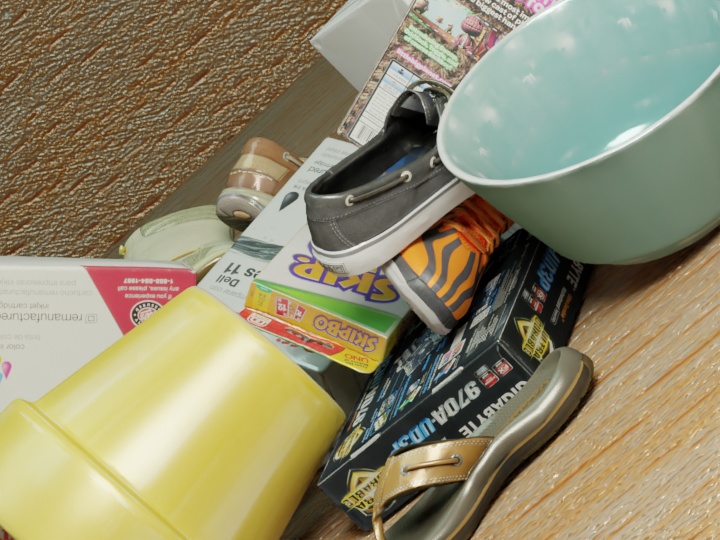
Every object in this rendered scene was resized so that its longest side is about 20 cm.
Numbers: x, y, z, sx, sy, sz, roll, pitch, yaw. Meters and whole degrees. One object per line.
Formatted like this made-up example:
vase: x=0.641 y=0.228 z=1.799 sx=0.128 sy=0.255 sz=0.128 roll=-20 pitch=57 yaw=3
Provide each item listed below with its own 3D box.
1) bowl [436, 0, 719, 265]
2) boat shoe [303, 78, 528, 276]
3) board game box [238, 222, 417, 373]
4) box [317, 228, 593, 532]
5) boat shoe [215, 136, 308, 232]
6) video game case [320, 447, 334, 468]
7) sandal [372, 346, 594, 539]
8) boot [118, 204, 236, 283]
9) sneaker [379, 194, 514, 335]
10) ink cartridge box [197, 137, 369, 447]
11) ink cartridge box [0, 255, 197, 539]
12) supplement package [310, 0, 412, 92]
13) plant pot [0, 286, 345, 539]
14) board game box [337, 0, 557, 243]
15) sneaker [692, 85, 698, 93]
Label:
bowl: x=0.155 y=-0.078 z=1.480 sx=0.201 sy=0.105 sz=0.201 roll=-24 pitch=30 yaw=15
boat shoe: x=0.037 y=-0.078 z=1.537 sx=0.200 sy=0.066 sz=0.070 roll=-39 pitch=38 yaw=-26
board game box: x=0.000 y=0.000 z=1.653 sx=0.200 sy=0.096 sz=0.030 roll=-51 pitch=-20 yaw=-55
box: x=0.063 y=0.056 z=1.575 sx=0.159 sy=0.046 sz=0.200 roll=-40 pitch=11 yaw=27
boat shoe: x=-0.040 y=-0.048 z=1.921 sx=0.200 sy=0.076 sz=0.072 roll=36 pitch=-115 yaw=-65
video game case: x=-0.045 y=0.110 z=1.875 sx=0.200 sy=0.024 sz=0.182 roll=-33 pitch=15 yaw=47
sandal: x=0.048 y=0.108 z=1.396 sx=0.200 sy=0.055 sz=0.082 roll=-46 pitch=10 yaw=-9
boot: x=-0.169 y=0.031 z=1.912 sx=0.200 sy=0.072 sz=0.155 roll=-34 pitch=23 yaw=1
sneaker: x=0.069 y=-0.037 z=1.576 sx=0.112 sy=0.078 sz=0.200 roll=-36 pitch=17 yaw=15
ink cartridge box: x=-0.016 y=0.013 z=1.785 sx=0.147 sy=0.083 sz=0.200 roll=17 pitch=54 yaw=35
ink cartridge box: x=-0.187 y=0.092 z=1.698 sx=0.086 sy=0.148 sz=0.200 roll=-167 pitch=78 yaw=-76
supplement package: x=0.092 y=-0.153 z=1.869 sx=0.111 sy=0.200 sz=0.156 roll=-49 pitch=10 yaw=-23
plant pot: x=-0.117 y=0.120 z=1.571 sx=0.189 sy=0.201 sz=0.201 roll=-49 pitch=10 yaw=-6
board game box: x=0.108 y=-0.138 z=1.701 sx=0.200 sy=0.159 sz=0.097 roll=-58 pitch=-5 yaw=33
sneaker: x=0.262 y=-0.156 z=1.587 sx=0.200 sy=0.074 sz=0.116 roll=-55 pitch=12 yaw=-3
